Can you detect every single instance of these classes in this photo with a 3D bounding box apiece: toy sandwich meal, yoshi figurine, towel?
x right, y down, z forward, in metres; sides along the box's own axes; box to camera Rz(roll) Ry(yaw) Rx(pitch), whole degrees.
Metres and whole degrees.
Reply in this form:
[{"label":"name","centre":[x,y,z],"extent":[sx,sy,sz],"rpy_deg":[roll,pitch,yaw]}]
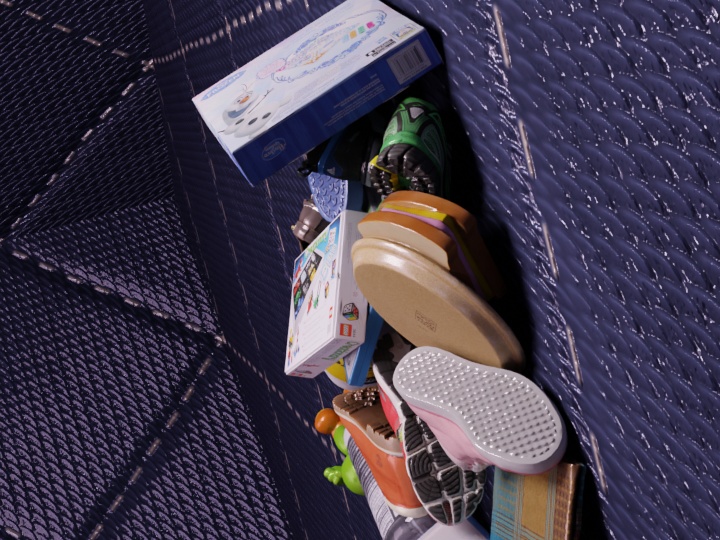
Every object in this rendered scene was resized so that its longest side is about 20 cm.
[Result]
[{"label":"toy sandwich meal","centre":[0.074,0.014,1.391],"extent":[0.205,0.070,0.205],"rpy_deg":[34,162,12]},{"label":"yoshi figurine","centre":[0.002,0.225,2.024],"extent":[0.200,0.112,0.113],"rpy_deg":[-124,28,-51]},{"label":"towel","centre":[0.151,0.221,1.366],"extent":[0.200,0.022,0.147],"rpy_deg":[-170,84,-77]}]

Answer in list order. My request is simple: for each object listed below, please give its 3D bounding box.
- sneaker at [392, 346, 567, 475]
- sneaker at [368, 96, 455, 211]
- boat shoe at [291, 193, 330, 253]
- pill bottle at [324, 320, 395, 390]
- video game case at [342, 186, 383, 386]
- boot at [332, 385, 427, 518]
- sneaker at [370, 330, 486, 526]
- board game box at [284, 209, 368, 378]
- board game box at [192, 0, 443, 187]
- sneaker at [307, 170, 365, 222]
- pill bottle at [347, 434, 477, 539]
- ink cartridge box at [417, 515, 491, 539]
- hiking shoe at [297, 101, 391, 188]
[{"label":"sneaker","centre":[0.119,0.138,1.372],"extent":[0.200,0.075,0.105],"rpy_deg":[26,159,49]},{"label":"sneaker","centre":[0.059,-0.084,1.433],"extent":[0.200,0.078,0.085],"rpy_deg":[83,-155,-66]},{"label":"boat shoe","centre":[-0.038,-0.027,1.755],"extent":[0.072,0.060,0.200],"rpy_deg":[36,168,13]},{"label":"pill bottle","centre":[0.002,0.065,1.776],"extent":[0.200,0.111,0.112],"rpy_deg":[99,154,-67]},{"label":"video game case","centre":[0.000,0.000,1.570],"extent":[0.200,0.018,0.144],"rpy_deg":[-104,26,-57]},{"label":"boot","centre":[0.025,0.189,1.683],"extent":[0.200,0.075,0.108],"rpy_deg":[-137,35,-67]},{"label":"sneaker","centre":[0.066,0.154,1.523],"extent":[0.085,0.077,0.201],"rpy_deg":[93,161,-64]},{"label":"board game box","centre":[-0.033,0.027,1.572],"extent":[0.200,0.034,0.127],"rpy_deg":[140,137,-70]},{"label":"board game box","centre":[-0.044,-0.171,1.443],"extent":[0.043,0.200,0.199],"rpy_deg":[59,177,-25]},{"label":"sneaker","centre":[-0.010,-0.139,1.587],"extent":[0.070,0.078,0.201],"rpy_deg":[-32,59,48]},{"label":"pill bottle","centre":[0.064,0.253,1.739],"extent":[0.106,0.106,0.200],"rpy_deg":[87,164,-48]},{"label":"ink cartridge box","centre":[0.088,0.358,1.537],"extent":[0.147,0.146,0.200],"rpy_deg":[43,157,21]},{"label":"hiking shoe","centre":[-0.013,-0.163,1.505],"extent":[0.200,0.086,0.075],"rpy_deg":[-89,6,-48]}]
